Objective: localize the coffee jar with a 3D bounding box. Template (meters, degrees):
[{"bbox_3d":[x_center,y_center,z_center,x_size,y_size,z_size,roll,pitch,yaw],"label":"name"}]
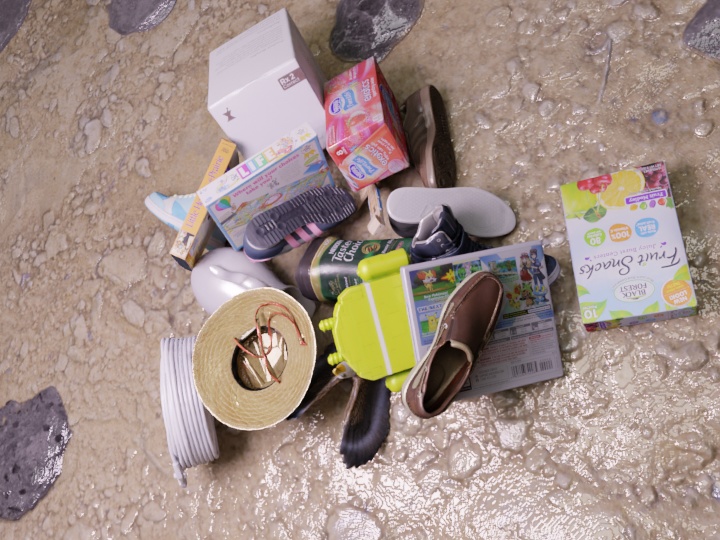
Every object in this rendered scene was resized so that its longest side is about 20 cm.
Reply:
[{"bbox_3d":[0.000,0.000,1.049,0.196,0.086,0.105,2,42,27],"label":"coffee jar"}]

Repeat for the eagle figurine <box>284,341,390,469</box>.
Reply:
[{"bbox_3d":[-0.012,0.155,0.984,0.203,0.149,0.152,-63,34,13],"label":"eagle figurine"}]

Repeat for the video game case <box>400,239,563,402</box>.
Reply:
[{"bbox_3d":[0.161,0.068,0.894,0.196,0.022,0.186,-11,92,-10],"label":"video game case"}]

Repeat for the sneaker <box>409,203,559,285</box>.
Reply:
[{"bbox_3d":[0.166,-0.026,0.943,0.198,0.148,0.078,-9,38,23],"label":"sneaker"}]

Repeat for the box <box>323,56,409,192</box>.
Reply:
[{"bbox_3d":[0.005,-0.234,1.074,0.101,0.095,0.202,-23,40,17],"label":"box"}]

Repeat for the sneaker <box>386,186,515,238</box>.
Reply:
[{"bbox_3d":[0.131,-0.083,1.034,0.195,0.099,0.072,6,82,-5],"label":"sneaker"}]

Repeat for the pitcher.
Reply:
[{"bbox_3d":[-0.191,0.026,1.095,0.197,0.172,0.123,22,73,30],"label":"pitcher"}]

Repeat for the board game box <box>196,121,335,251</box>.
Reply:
[{"bbox_3d":[-0.142,-0.128,1.065,0.198,0.135,0.034,-33,61,-7],"label":"board game box"}]

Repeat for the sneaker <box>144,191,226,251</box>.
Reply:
[{"bbox_3d":[-0.303,-0.128,1.263,0.198,0.079,0.132,30,89,22],"label":"sneaker"}]

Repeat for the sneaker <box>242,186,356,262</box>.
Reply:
[{"bbox_3d":[-0.100,-0.072,1.080,0.197,0.082,0.071,-22,72,-27],"label":"sneaker"}]

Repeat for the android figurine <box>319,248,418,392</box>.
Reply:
[{"bbox_3d":[0.045,0.069,0.902,0.196,0.041,0.186,-17,93,-9],"label":"android figurine"}]

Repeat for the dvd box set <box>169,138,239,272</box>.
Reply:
[{"bbox_3d":[-0.253,-0.102,1.123,0.029,0.146,0.203,23,80,-4],"label":"dvd box set"}]

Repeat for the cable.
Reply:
[{"bbox_3d":[-0.268,0.203,1.061,0.068,0.204,0.201,-8,31,-11],"label":"cable"}]

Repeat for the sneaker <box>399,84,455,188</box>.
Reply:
[{"bbox_3d":[0.103,-0.200,1.099,0.075,0.070,0.204,-21,58,37],"label":"sneaker"}]

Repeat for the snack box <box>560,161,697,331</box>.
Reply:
[{"bbox_3d":[0.355,-0.032,0.908,0.140,0.053,0.204,-12,68,24],"label":"snack box"}]

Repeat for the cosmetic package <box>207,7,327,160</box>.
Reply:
[{"bbox_3d":[-0.147,-0.299,1.153,0.162,0.166,0.202,-25,42,12],"label":"cosmetic package"}]

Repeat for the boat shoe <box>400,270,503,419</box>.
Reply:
[{"bbox_3d":[0.125,0.094,0.838,0.074,0.075,0.205,29,85,-9],"label":"boat shoe"}]

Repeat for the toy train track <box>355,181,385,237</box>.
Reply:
[{"bbox_3d":[0.011,-0.124,1.074,0.116,0.032,0.202,-57,24,31],"label":"toy train track"}]

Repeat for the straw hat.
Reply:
[{"bbox_3d":[-0.142,0.131,1.003,0.197,0.085,0.206,-2,81,12],"label":"straw hat"}]
